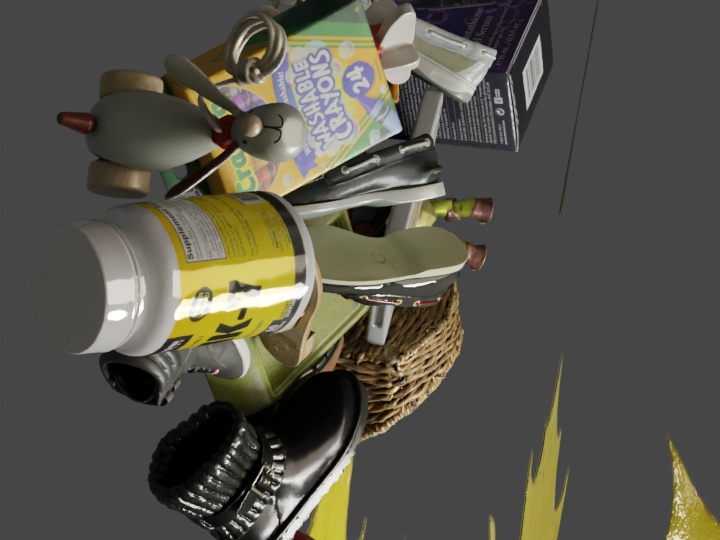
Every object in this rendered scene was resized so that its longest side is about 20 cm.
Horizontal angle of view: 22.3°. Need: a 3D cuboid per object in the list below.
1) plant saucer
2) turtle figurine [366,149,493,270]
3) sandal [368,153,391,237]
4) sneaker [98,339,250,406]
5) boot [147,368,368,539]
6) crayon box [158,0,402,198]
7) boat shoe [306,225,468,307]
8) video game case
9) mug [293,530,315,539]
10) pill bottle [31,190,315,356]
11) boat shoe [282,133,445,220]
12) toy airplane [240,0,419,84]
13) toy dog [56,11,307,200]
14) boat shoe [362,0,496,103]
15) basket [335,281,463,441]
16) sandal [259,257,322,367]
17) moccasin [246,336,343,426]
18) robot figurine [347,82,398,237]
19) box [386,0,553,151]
[{"bbox_3d":[-0.064,0.025,1.669,0.200,0.048,0.201,-44,144,-23],"label":"plant saucer"},{"bbox_3d":[0.059,-0.066,1.944,0.064,0.160,0.202,118,-19,-62],"label":"turtle figurine"},{"bbox_3d":[-0.011,-0.029,1.882,0.203,0.079,0.057,-69,156,-12],"label":"sandal"},{"bbox_3d":[-0.158,0.074,1.517,0.200,0.070,0.100,50,52,-57],"label":"sneaker"},{"bbox_3d":[-0.086,0.148,1.625,0.212,0.079,0.158,-59,137,-20],"label":"boot"},{"bbox_3d":[-0.074,-0.129,1.493,0.199,0.052,0.127,-29,121,-16],"label":"crayon box"},{"bbox_3d":[0.001,0.002,1.615,0.200,0.074,0.063,-1,136,-34],"label":"boat shoe"},{"bbox_3d":[0.043,-0.050,1.799,0.182,0.023,0.202,97,7,-66],"label":"video game case"},{"bbox_3d":[-0.108,0.351,1.665,0.200,0.132,0.179,-28,121,-63],"label":"mug"},{"bbox_3d":[-0.141,0.003,1.383,0.199,0.114,0.116,-9,107,-44],"label":"pill bottle"},{"bbox_3d":[-0.019,-0.080,1.595,0.199,0.075,0.061,-10,91,-33],"label":"boat shoe"},{"bbox_3d":[-0.046,-0.192,1.622,0.201,0.141,0.199,-54,154,20],"label":"toy airplane"},{"bbox_3d":[-0.144,-0.110,1.351,0.096,0.199,0.133,9,63,-54],"label":"toy dog"},{"bbox_3d":[0.036,-0.241,1.770,0.065,0.201,0.074,-55,-179,3],"label":"boat shoe"},{"bbox_3d":[0.034,0.098,1.947,0.200,0.141,0.150,-55,147,-54],"label":"basket"},{"bbox_3d":[-0.081,0.034,1.524,0.070,0.077,0.212,-45,157,-24],"label":"sandal"},{"bbox_3d":[-0.070,0.134,1.767,0.078,0.073,0.202,76,29,-48],"label":"moccasin"},{"bbox_3d":[-0.012,-0.127,1.778,0.058,0.145,0.202,3,105,-27],"label":"robot figurine"},{"bbox_3d":[0.085,-0.215,1.893,0.105,0.198,0.149,79,26,-42],"label":"box"}]
